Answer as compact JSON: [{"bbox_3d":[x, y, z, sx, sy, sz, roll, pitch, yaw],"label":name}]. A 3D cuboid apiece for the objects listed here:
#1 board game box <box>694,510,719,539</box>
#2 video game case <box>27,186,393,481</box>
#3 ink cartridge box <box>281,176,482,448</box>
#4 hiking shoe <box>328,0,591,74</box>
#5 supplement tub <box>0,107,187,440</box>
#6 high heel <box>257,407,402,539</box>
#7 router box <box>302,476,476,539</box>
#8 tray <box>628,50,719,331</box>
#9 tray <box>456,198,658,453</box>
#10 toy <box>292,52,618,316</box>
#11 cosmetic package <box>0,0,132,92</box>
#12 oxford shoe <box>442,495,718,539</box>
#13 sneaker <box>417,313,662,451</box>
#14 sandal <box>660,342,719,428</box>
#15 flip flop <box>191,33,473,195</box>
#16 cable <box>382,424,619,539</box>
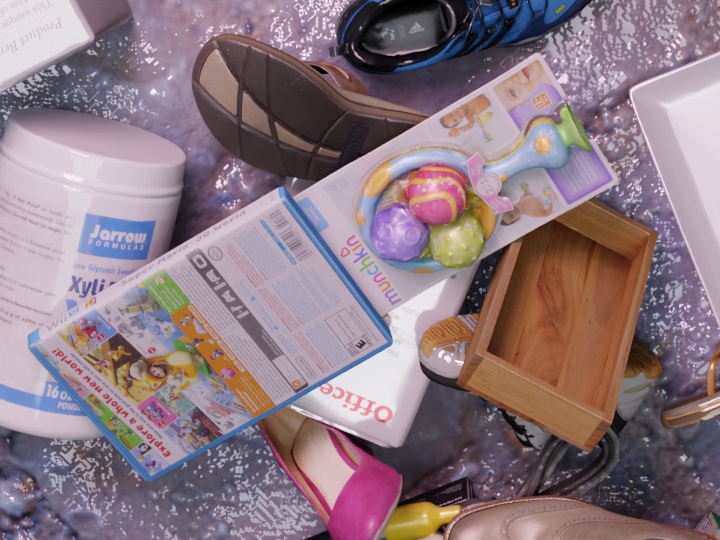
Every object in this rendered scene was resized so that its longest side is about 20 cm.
[{"bbox_3d":[0.208,0.278,1.574,0.029,0.135,0.200,35,102,-11],"label":"board game box"},{"bbox_3d":[-0.098,0.045,1.467,0.199,0.018,0.143,-30,124,11],"label":"video game case"},{"bbox_3d":[0.000,0.000,1.542,0.144,0.084,0.201,22,102,-3],"label":"ink cartridge box"},{"bbox_3d":[0.078,-0.174,1.497,0.199,0.087,0.075,-22,102,7],"label":"hiking shoe"},{"bbox_3d":[-0.202,0.002,1.528,0.131,0.132,0.201,14,105,-1],"label":"supplement tub"},{"bbox_3d":[-0.028,0.133,1.517,0.096,0.200,0.068,30,102,-11],"label":"high heel"},{"bbox_3d":[0.016,0.261,1.620,0.199,0.052,0.158,-22,102,7],"label":"router box"},{"bbox_3d":[0.267,-0.051,1.526,0.107,0.022,0.201,-22,83,8],"label":"tray"},{"bbox_3d":[0.134,0.024,1.489,0.098,0.201,0.037,27,131,-4],"label":"tray"},{"bbox_3d":[0.060,-0.041,1.442,0.199,0.047,0.115,-32,121,8],"label":"toy"},{"bbox_3d":[-0.276,-0.212,1.462,0.166,0.166,0.201,-25,100,8],"label":"cosmetic package"},{"bbox_3d":[0.152,0.187,1.474,0.198,0.075,0.071,4,85,5],"label":"oxford shoe"},{"bbox_3d":[0.118,0.086,1.529,0.199,0.076,0.088,8,119,-33],"label":"sneaker"},{"bbox_3d":[0.291,0.047,1.551,0.199,0.080,0.054,-34,84,7],"label":"sandal"},{"bbox_3d":[-0.018,-0.101,1.453,0.199,0.058,0.081,17,122,-18],"label":"flip flop"},{"bbox_3d":[0.098,0.176,1.532,0.199,0.050,0.098,-26,103,19],"label":"cable"}]
